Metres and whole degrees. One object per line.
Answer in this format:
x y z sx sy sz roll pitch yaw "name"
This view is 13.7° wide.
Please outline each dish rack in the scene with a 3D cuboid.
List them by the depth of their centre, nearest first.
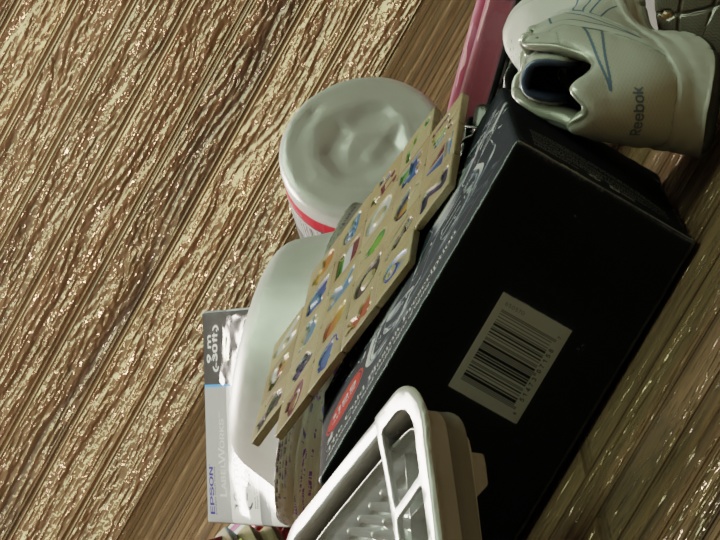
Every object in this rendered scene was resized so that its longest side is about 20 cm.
0.017 0.165 1.392 0.200 0.043 0.172 127 142 -53 "dish rack"

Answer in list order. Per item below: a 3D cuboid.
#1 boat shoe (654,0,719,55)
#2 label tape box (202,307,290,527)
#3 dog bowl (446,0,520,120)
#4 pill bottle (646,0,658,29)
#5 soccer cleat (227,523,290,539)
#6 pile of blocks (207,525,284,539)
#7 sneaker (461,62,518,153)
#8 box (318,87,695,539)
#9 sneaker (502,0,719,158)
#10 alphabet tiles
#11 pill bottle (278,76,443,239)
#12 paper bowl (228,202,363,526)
0.214 -0.197 1.581 0.072 0.076 0.200 22 -92 -62 "boat shoe"
-0.063 0.097 1.989 0.200 0.066 0.144 -6 86 59 "label tape box"
0.108 -0.147 1.960 0.200 0.074 0.201 -164 90 -89 "dog bowl"
0.190 -0.236 1.678 0.200 0.116 0.116 -63 6 -16 "pill bottle"
-0.052 0.170 2.088 0.200 0.067 0.076 -60 -5 -26 "soccer cleat"
-0.087 0.233 1.967 0.082 0.062 0.200 -33 33 27 "pile of blocks"
0.081 -0.046 1.758 0.200 0.076 0.091 -70 -32 -45 "sneaker"
0.069 0.027 1.533 0.200 0.104 0.182 -60 5 10 "box"
0.113 -0.111 1.558 0.200 0.087 0.075 -143 55 -66 "sneaker"
0.000 0.000 1.619 0.200 0.006 0.167 -53 14 29 "alphabet tiles"
0.016 -0.028 1.960 0.200 0.111 0.111 74 -143 -58 "pill bottle"
-0.013 0.058 1.806 0.201 0.104 0.201 12 -90 -80 "paper bowl"
